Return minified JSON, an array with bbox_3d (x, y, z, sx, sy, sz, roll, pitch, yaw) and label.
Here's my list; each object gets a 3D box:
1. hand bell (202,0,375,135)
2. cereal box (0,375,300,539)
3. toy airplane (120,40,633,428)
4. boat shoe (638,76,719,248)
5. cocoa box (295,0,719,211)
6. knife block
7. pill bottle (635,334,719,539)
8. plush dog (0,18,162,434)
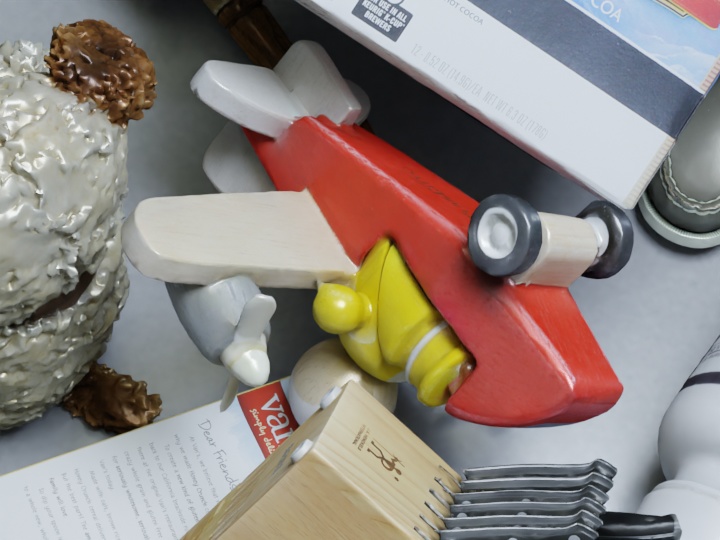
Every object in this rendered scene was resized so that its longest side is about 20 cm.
[{"bbox_3d":[-0.048,-0.109,1.200,0.104,0.104,0.200,-35,87,-20],"label":"hand bell"},{"bbox_3d":[-0.089,0.139,1.091,0.200,0.040,0.144,-18,68,-15],"label":"cereal box"},{"bbox_3d":[0.000,0.000,1.092,0.200,0.199,0.141,20,107,-8],"label":"toy airplane"},{"bbox_3d":[0.177,-0.104,1.221,0.072,0.060,0.202,23,65,5],"label":"boat shoe"},{"bbox_3d":[0.050,-0.137,1.097,0.200,0.133,0.131,32,93,-14],"label":"cocoa box"},{"bbox_3d":[0.021,0.138,1.006,0.176,0.200,0.064,44,25,-5],"label":"knife block"},{"bbox_3d":[0.192,0.060,1.119,0.111,0.111,0.200,35,67,10],"label":"pill bottle"},{"bbox_3d":[-0.145,-0.010,1.080,0.160,0.172,0.200,38,66,11],"label":"plush dog"}]
